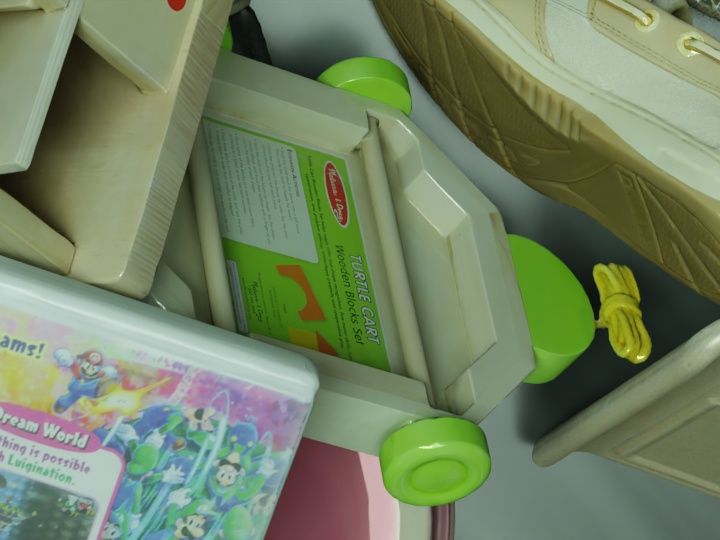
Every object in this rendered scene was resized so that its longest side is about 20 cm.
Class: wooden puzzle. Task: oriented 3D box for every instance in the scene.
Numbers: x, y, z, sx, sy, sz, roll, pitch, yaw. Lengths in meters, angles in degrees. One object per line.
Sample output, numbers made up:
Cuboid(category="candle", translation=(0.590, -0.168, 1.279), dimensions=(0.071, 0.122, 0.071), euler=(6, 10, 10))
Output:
Cuboid(category="wooden puzzle", translation=(0.174, 0.057, 0.931), dimensions=(0.200, 0.185, 0.037), euler=(15, 73, -9))

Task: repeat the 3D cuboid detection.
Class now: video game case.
Cuboid(category="video game case", translation=(-0.134, 0.078, 0.776), dimensions=(0.200, 0.024, 0.182), euler=(19, 103, -8))

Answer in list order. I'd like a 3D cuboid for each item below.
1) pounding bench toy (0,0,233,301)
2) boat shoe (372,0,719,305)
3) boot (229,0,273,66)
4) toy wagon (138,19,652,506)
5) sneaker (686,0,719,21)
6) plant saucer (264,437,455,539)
Cuboid(category="pounding bench toy", translation=(-0.163, -0.080, 0.796), dimensions=(0.156, 0.200, 0.124), euler=(40, 58, -48))
Cuboid(category="boat shoe", translation=(0.080, -0.061, 0.914), dimensions=(0.069, 0.200, 0.074), euler=(-38, 143, -16))
Cuboid(category="boot", translation=(-0.098, 0.003, 0.947), dimensions=(0.200, 0.073, 0.151), euler=(-30, 101, -8))
Cuboid(category="toy wagon", translation=(0.000, 0.000, 0.873), dimensions=(0.200, 0.155, 0.040), euler=(17, 134, -31))
Cuboid(category="sneaker", translation=(0.175, -0.101, 0.961), dimensions=(0.200, 0.076, 0.071), euler=(21, 98, 14))
Cuboid(category="plant saucer", translation=(-0.055, 0.078, 0.887), dimensions=(0.200, 0.051, 0.201), euler=(0, 90, -25))
